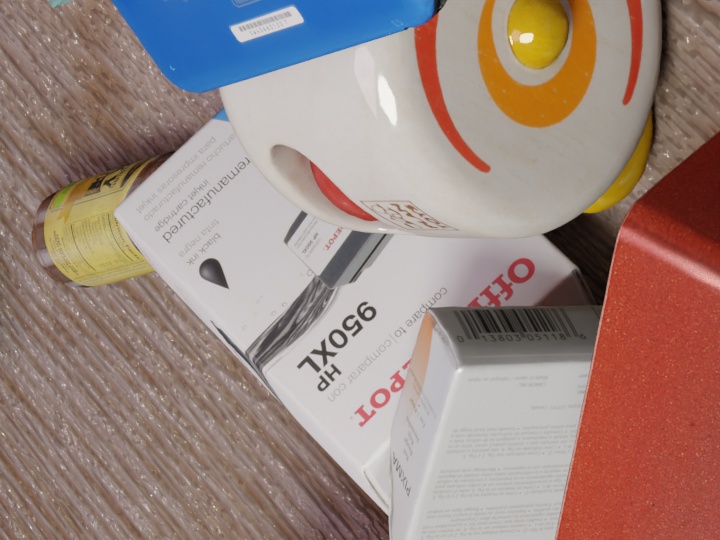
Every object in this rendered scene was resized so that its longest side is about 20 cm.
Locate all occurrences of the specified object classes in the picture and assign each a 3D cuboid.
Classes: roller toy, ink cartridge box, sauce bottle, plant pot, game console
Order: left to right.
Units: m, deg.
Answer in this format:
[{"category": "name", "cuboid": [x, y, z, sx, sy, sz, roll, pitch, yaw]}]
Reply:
[{"category": "sauce bottle", "cuboid": [-0.112, -0.033, 1.590, 0.199, 0.065, 0.065, -13, 101, 52]}, {"category": "game console", "cuboid": [-0.038, -0.186, 1.167, 0.200, 0.118, 0.171, -10, 120, 55]}, {"category": "ink cartridge box", "cuboid": [0.000, 0.000, 1.381, 0.200, 0.145, 0.084, 44, 174, 27]}, {"category": "roller toy", "cuboid": [0.040, -0.104, 1.253, 0.139, 0.182, 0.201, 5, 114, 50]}, {"category": "ink cartridge box", "cuboid": [0.088, 0.104, 1.324, 0.050, 0.161, 0.201, -115, 32, -45]}, {"category": "plant pot", "cuboid": [0.213, 0.050, 1.137, 0.176, 0.200, 0.201, 28, 132, 25]}]

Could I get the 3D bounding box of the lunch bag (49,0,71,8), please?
[{"category": "lunch bag", "cuboid": [-0.113, -0.248, 1.414, 0.200, 0.121, 0.171, -27, 88, 60]}]
